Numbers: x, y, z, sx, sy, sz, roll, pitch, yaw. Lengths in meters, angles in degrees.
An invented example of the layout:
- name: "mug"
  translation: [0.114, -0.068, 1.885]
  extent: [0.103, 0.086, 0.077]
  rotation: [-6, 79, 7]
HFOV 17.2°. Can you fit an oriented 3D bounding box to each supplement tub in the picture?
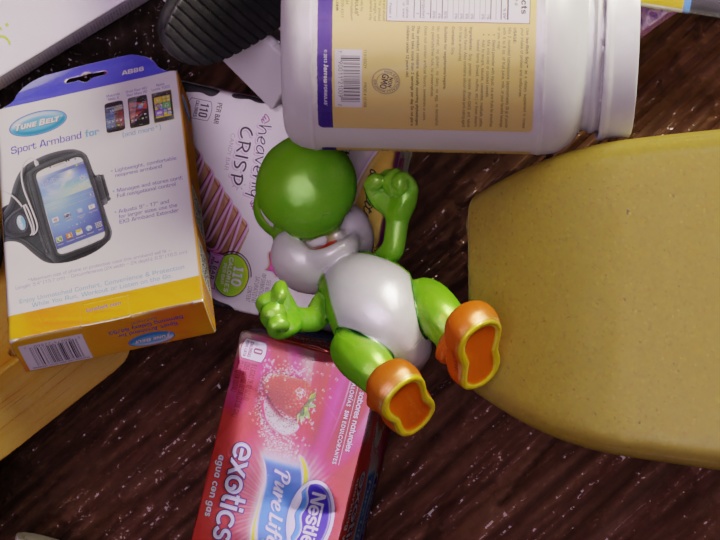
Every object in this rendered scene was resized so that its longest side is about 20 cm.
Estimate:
- name: "supplement tub"
  translation: [0.057, -0.140, 1.363]
  extent: [0.198, 0.145, 0.147]
  rotation: [1, 93, 2]

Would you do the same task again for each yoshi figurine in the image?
- name: "yoshi figurine"
  translation: [-0.007, -0.006, 1.392]
  extent: [0.200, 0.112, 0.112]
  rotation: [49, 121, 37]

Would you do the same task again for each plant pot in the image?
- name: "plant pot"
  translation: [0.171, 0.012, 1.415]
  extent: [0.198, 0.195, 0.196]
  rotation: [1, 93, 20]

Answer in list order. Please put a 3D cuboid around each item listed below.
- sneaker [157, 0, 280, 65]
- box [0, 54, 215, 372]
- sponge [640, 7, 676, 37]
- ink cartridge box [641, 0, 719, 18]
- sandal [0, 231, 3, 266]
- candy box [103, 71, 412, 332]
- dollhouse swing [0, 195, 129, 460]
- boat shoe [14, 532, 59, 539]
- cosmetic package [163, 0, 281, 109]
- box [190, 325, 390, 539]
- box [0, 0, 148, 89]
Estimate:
- name: "sneaker"
  translation: [-0.064, -0.214, 1.439]
  extent: [0.088, 0.074, 0.200]
  rotation: [33, 83, 42]
- name: "box"
  translation: [-0.156, -0.041, 1.440]
  extent: [0.118, 0.042, 0.201]
  rotation: [-12, 53, 4]
- name: "sponge"
  translation: [0.154, -0.198, 1.482]
  extent: [0.199, 0.030, 0.112]
  rotation: [-35, 86, 10]
- name: "ink cartridge box"
  translation: [0.184, -0.257, 1.421]
  extent: [0.196, 0.047, 0.202]
  rotation: [9, 104, 5]
- name: "sandal"
  translation: [-0.289, -0.061, 1.467]
  extent: [0.200, 0.045, 0.075]
  rotation: [44, 138, 34]
- name: "candy box"
  translation: [-0.076, -0.044, 1.519]
  extent: [0.198, 0.061, 0.137]
  rotation: [12, 94, 10]
- name: "dollhouse swing"
  translation: [-0.242, 0.049, 1.533]
  extent: [0.181, 0.176, 0.200]
  rotation: [-38, 52, -20]
- name: "boat shoe"
  translation: [-0.146, 0.236, 1.542]
  extent: [0.199, 0.072, 0.060]
  rotation: [28, 98, 6]
- name: "cosmetic package"
  translation: [-0.091, -0.202, 1.496]
  extent: [0.200, 0.082, 0.051]
  rotation: [45, 143, 8]
- name: "box"
  translation: [-0.044, 0.140, 1.501]
  extent: [0.095, 0.100, 0.202]
  rotation: [15, 95, 10]
- name: "box"
  translation: [-0.247, -0.194, 1.534]
  extent: [0.199, 0.036, 0.145]
  rotation: [-32, 86, -6]
